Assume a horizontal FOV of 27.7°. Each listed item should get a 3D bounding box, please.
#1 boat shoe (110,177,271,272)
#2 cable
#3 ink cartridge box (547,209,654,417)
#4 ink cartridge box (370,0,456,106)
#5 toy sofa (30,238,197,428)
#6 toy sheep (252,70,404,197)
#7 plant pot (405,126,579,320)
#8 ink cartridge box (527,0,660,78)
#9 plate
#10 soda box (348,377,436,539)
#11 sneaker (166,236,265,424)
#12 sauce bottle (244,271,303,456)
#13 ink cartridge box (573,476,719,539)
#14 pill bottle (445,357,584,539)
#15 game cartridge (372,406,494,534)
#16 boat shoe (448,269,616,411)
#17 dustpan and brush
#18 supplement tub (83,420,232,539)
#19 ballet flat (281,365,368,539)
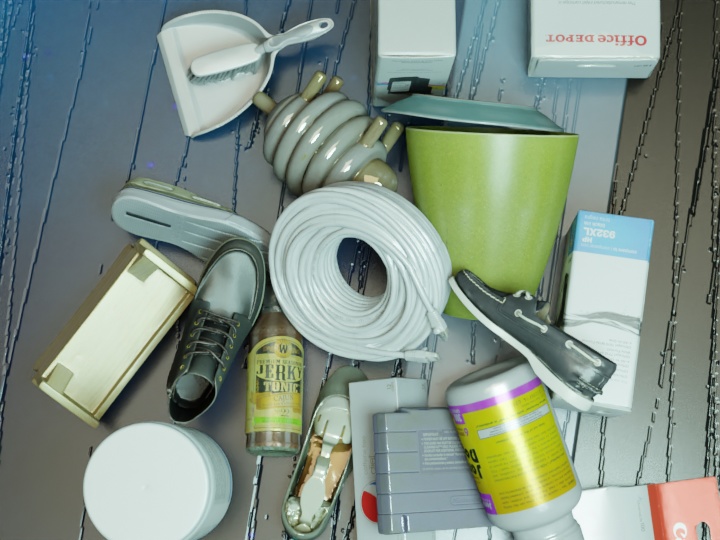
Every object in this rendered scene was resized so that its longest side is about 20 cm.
[{"bbox_3d":[-0.178,-0.056,1.635,0.199,0.072,0.062,22,39,-7],"label":"boat shoe"},{"bbox_3d":[0.000,0.000,1.550,0.199,0.069,0.201,-3,111,29],"label":"cable"},{"bbox_3d":[0.254,0.050,1.567,0.083,0.145,0.201,8,82,3],"label":"ink cartridge box"},{"bbox_3d":[0.055,-0.274,1.593,0.082,0.200,0.147,0,82,-1],"label":"ink cartridge box"},{"bbox_3d":[-0.272,0.068,1.619,0.083,0.098,0.200,39,84,-18],"label":"toy sofa"},{"bbox_3d":[-0.039,-0.140,1.614,0.200,0.138,0.138,40,84,21],"label":"toy sheep"},{"bbox_3d":[0.137,-0.052,1.583,0.186,0.187,0.201,3,98,2],"label":"plant pot"},{"bbox_3d":[0.261,-0.322,1.653,0.144,0.085,0.201,1,80,2],"label":"ink cartridge box"},{"bbox_3d":[0.122,-0.172,1.576,0.199,0.200,0.026,7,96,2],"label":"plate"},{"bbox_3d":[0.035,0.218,1.577,0.063,0.068,0.201,-9,80,32],"label":"soda box"},{"bbox_3d":[-0.150,0.067,1.549,0.074,0.106,0.201,19,99,-8],"label":"sneaker"},{"bbox_3d":[-0.095,0.101,1.608,0.064,0.065,0.201,-1,77,1],"label":"sauce bottle"},{"bbox_3d":[0.300,0.312,1.578,0.199,0.057,0.163,-8,81,5],"label":"ink cartridge box"},{"bbox_3d":[0.166,0.199,1.519,0.104,0.104,0.201,-20,92,-2],"label":"pill bottle"},{"bbox_3d":[0.102,0.210,1.555,0.199,0.038,0.130,3,75,-34],"label":"game cartridge"},{"bbox_3d":[0.173,0.056,1.476,0.200,0.074,0.060,44,103,29],"label":"boat shoe"},{"bbox_3d":[-0.125,-0.246,1.663,0.199,0.057,0.140,-17,81,-1],"label":"dustpan and brush"},{"bbox_3d":[-0.207,0.225,1.525,0.131,0.200,0.133,0,81,1],"label":"supplement tub"},{"bbox_3d":[-0.034,0.200,1.594,0.067,0.064,0.201,18,82,4],"label":"ballet flat"}]
